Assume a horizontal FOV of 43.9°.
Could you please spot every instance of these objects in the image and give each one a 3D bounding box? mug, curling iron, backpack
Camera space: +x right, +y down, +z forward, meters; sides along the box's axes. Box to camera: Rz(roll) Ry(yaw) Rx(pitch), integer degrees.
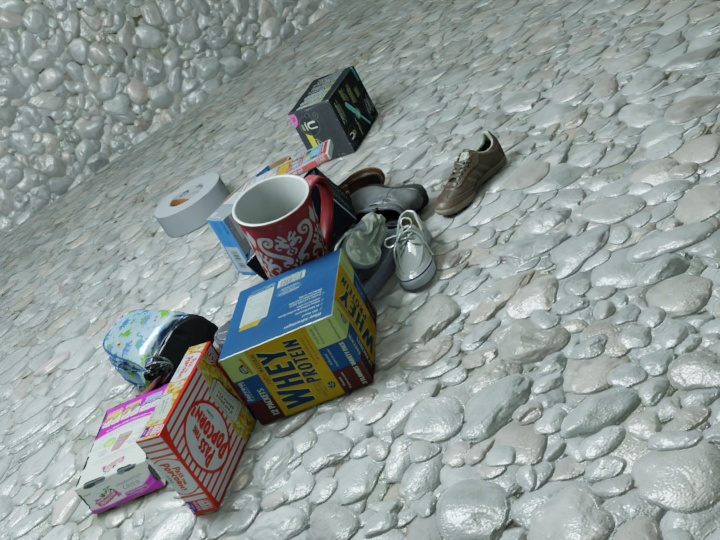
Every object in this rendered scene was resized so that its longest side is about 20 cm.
[{"bbox_3d":[-0.099,-0.051,1.508,0.177,0.201,0.134,-28,38,-9],"label":"mug"},{"bbox_3d":[-0.385,0.217,1.545,0.200,0.049,0.026,-51,25,27],"label":"curling iron"},{"bbox_3d":[-0.380,0.145,1.648,0.199,0.154,0.164,-11,44,58],"label":"backpack"}]

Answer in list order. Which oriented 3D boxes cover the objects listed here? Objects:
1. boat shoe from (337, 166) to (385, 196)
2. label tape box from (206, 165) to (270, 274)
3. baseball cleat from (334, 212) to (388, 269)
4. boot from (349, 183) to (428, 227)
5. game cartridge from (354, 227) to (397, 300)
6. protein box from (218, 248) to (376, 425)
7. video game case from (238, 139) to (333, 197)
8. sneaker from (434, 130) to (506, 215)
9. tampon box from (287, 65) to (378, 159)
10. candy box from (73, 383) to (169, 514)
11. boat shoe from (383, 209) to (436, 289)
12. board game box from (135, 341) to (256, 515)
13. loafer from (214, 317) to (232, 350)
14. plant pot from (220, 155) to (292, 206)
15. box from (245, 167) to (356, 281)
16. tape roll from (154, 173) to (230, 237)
[{"bbox_3d":[-0.035,-0.142,1.857,0.199,0.071,0.070,-32,17,16],"label":"boat shoe"},{"bbox_3d":[-0.211,-0.110,1.896,0.066,0.144,0.200,5,43,48],"label":"label tape box"},{"bbox_3d":[-0.007,-0.033,1.547,0.106,0.070,0.200,-40,5,26],"label":"baseball cleat"},{"bbox_3d":[0.021,-0.118,1.718,0.199,0.070,0.131,-10,17,39],"label":"boot"},{"bbox_3d":[0.000,0.000,1.602,0.133,0.041,0.200,-14,30,38],"label":"game cartridge"},{"bbox_3d":[-0.091,0.100,1.401,0.197,0.135,0.200,-23,26,15],"label":"protein box"},{"bbox_3d":[-0.146,-0.196,1.773,0.199,0.018,0.143,-27,16,9],"label":"video game case"},{"bbox_3d":[0.194,-0.184,1.677,0.070,0.076,0.200,3,41,49],"label":"sneaker"},{"bbox_3d":[-0.067,-0.390,2.241,0.125,0.151,0.200,-13,30,30],"label":"tampon box"},{"bbox_3d":[-0.367,0.285,1.452,0.136,0.061,0.200,-24,26,14],"label":"candy box"},{"bbox_3d":[0.085,-0.049,1.539,0.074,0.086,0.202,-21,27,18],"label":"boat shoe"},{"bbox_3d":[-0.231,0.227,1.307,0.046,0.152,0.201,-17,29,25],"label":"board game box"},{"bbox_3d":[-0.165,0.086,1.593,0.199,0.063,0.072,-34,36,-11],"label":"loafer"},{"bbox_3d":[-0.217,-0.168,2.052,0.200,0.093,0.201,-32,16,10],"label":"plant pot"},{"bbox_3d":[-0.112,-0.077,1.683,0.200,0.104,0.182,-48,15,10],"label":"box"},{"bbox_3d":[-0.441,-0.173,2.352,0.199,0.066,0.201,-24,26,12],"label":"tape roll"}]
